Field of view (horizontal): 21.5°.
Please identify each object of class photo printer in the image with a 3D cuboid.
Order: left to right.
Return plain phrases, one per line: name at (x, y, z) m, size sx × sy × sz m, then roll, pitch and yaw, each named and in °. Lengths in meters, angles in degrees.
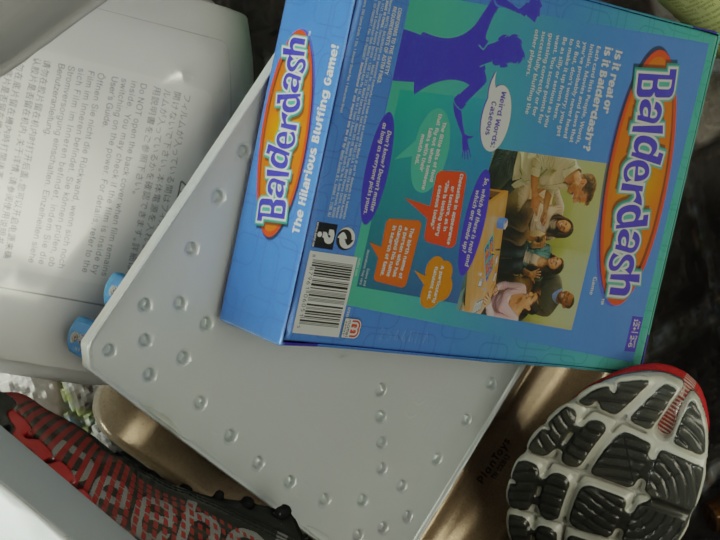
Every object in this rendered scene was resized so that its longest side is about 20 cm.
photo printer at (-0.137, -0.044, 0.726) m, size 0.200 × 0.069 × 0.167 m, roll 10°, pitch 92°, yaw -31°

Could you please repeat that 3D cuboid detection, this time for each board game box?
board game box at (0.000, 0.000, 0.773) m, size 0.200 × 0.026 × 0.200 m, roll 43°, pitch 74°, yaw -39°
board game box at (0.049, -0.041, 0.754) m, size 0.200 × 0.045 × 0.153 m, roll 8°, pitch 97°, yaw -40°

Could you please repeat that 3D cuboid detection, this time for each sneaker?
sneaker at (-0.075, 0.114, 0.732) m, size 0.200 × 0.071 × 0.098 m, roll 43°, pitch 47°, yaw 12°
sneaker at (0.104, 0.106, 0.850) m, size 0.085 × 0.077 × 0.200 m, roll -54°, pitch 167°, yaw -49°

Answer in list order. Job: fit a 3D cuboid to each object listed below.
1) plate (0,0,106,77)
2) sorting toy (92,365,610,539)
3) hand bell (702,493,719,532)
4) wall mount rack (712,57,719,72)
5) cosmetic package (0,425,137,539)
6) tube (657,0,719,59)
plate at (-0.142, -0.180, 0.680) m, size 0.200 × 0.032 × 0.200 m, roll 53°, pitch 52°, yaw -6°
sorting toy at (0.004, 0.044, 0.843) m, size 0.200 × 0.036 × 0.185 m, roll 39°, pitch 78°, yaw -24°
hand bell at (0.269, 0.098, 0.984) m, size 0.199 × 0.104 × 0.104 m, roll -15°, pitch 105°, yaw -13°
wall mount rack at (0.114, -0.146, 0.851) m, size 0.173 × 0.074 × 0.201 m, roll -8°, pitch 102°, yaw -32°
cosmetic package at (-0.163, 0.158, 0.674) m, size 0.151 × 0.052 × 0.200 m, roll 38°, pitch 99°, yaw 14°
tube at (0.171, -0.117, 0.824) m, size 0.200 × 0.058 × 0.052 m, roll 31°, pitch 66°, yaw -30°
